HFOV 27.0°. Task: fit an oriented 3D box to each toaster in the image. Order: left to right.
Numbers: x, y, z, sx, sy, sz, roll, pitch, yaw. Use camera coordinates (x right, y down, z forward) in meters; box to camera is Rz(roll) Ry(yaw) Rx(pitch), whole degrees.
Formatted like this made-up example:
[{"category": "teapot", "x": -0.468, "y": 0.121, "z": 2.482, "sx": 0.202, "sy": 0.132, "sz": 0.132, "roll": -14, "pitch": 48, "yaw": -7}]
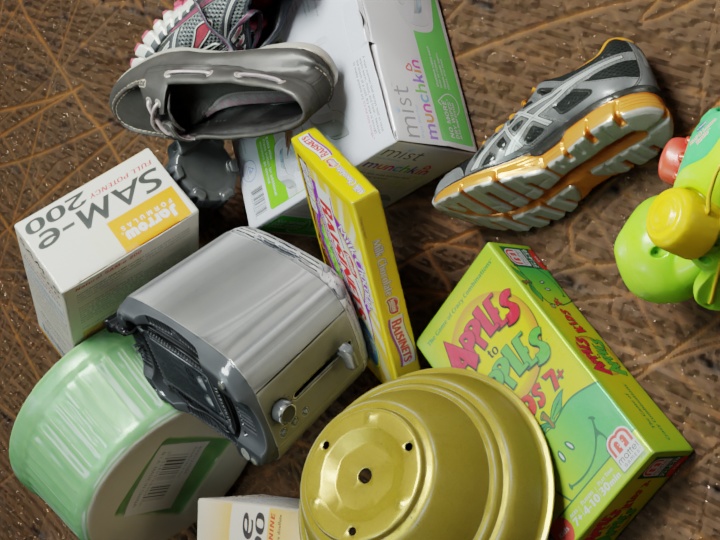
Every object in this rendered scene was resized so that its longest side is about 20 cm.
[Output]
[{"category": "toaster", "x": -0.089, "y": 0.048, "z": 1.135, "sx": 0.200, "sy": 0.129, "sz": 0.114, "roll": 26, "pitch": 145, "yaw": 44}]

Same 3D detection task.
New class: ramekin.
[{"category": "ramekin", "x": -0.182, "y": 0.143, "z": 1.259, "sx": 0.098, "sy": 0.200, "sz": 0.200, "roll": 44, "pitch": 118, "yaw": 31}]

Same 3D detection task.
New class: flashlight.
[{"category": "flashlight", "x": -0.143, "y": -0.063, "z": 1.266, "sx": 0.200, "sy": 0.068, "sz": 0.068, "roll": 161, "pitch": 112, "yaw": -72}]

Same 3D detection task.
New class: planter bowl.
[{"category": "planter bowl", "x": 0.022, "y": 0.147, "z": 1.004, "sx": 0.200, "sy": 0.083, "sz": 0.201, "roll": -16, "pitch": 59, "yaw": 28}]

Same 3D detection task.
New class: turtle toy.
[{"category": "turtle toy", "x": 0.231, "y": -0.043, "z": 0.893, "sx": 0.200, "sy": 0.146, "sz": 0.101, "roll": -48, "pitch": 35, "yaw": 33}]

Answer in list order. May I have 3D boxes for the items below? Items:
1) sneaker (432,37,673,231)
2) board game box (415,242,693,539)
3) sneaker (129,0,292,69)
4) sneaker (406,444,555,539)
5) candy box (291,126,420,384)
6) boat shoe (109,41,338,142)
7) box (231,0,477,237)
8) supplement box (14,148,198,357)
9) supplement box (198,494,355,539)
[{"category": "sneaker", "x": 0.130, "y": -0.089, "z": 1.043, "sx": 0.200, "sy": 0.078, "sz": 0.077, "roll": -27, "pitch": 55, "yaw": 38}, {"category": "board game box", "x": 0.128, "y": 0.085, "z": 1.040, "sx": 0.102, "sy": 0.048, "sz": 0.200, "roll": -56, "pitch": 51, "yaw": 28}, {"category": "sneaker", "x": -0.112, "y": -0.179, "z": 1.156, "sx": 0.075, "sy": 0.081, "sz": 0.200, "roll": 53, "pitch": 129, "yaw": 22}, {"category": "sneaker", "x": 0.074, "y": 0.186, "z": 1.059, "sx": 0.075, "sy": 0.088, "sz": 0.200, "roll": -52, "pitch": 53, "yaw": 28}, {"category": "candy box", "x": 0.000, "y": 0.000, "z": 1.105, "sx": 0.102, "sy": 0.026, "sz": 0.200, "roll": 45, "pitch": 156, "yaw": 47}, {"category": "boat shoe", "x": -0.113, "y": -0.128, "z": 1.119, "sx": 0.200, "sy": 0.067, "sz": 0.057, "roll": -5, "pitch": 39, "yaw": 28}, {"category": "box", "x": -0.021, "y": -0.151, "z": 1.180, "sx": 0.176, "sy": 0.097, "sz": 0.200, "roll": -29, "pitch": 66, "yaw": 41}, {"category": "supplement box", "x": -0.202, "y": 0.002, "z": 1.232, "sx": 0.074, "sy": 0.126, "sz": 0.200, "roll": 51, "pitch": 159, "yaw": 17}, {"category": "supplement box", "x": -0.042, "y": 0.246, "z": 1.175, "sx": 0.200, "sy": 0.073, "sz": 0.126, "roll": -4, "pitch": 83, "yaw": 46}]
